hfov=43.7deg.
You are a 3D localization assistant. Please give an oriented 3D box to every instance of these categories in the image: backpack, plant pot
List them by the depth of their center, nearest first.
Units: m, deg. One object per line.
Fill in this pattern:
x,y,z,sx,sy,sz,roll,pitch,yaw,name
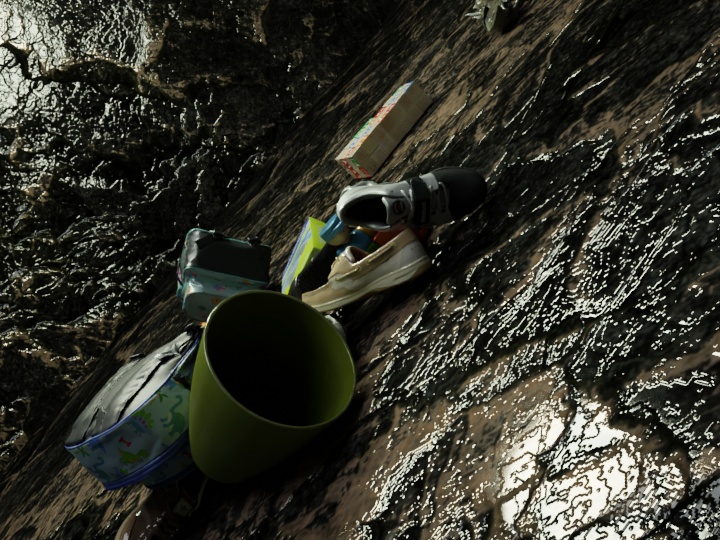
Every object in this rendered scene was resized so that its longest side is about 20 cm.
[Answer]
-0.128,0.160,1.067,0.201,0.186,0.188,-56,7,40,plant pot
-0.271,0.199,1.187,0.182,0.148,0.200,-27,16,34,backpack
-0.268,0.022,1.730,0.200,0.173,0.156,141,135,-67,backpack

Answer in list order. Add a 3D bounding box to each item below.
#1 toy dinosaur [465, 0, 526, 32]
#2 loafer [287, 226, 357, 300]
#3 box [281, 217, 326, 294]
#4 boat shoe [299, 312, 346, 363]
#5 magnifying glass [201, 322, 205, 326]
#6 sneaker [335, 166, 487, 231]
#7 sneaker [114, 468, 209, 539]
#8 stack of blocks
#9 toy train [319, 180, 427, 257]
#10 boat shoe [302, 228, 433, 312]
0.272,-0.494,1.726,0.103,0.076,0.201,-54,17,23,toy dinosaur
-0.049,0.000,1.321,0.071,0.073,0.200,-39,-1,43,loafer
-0.088,-0.009,1.499,0.200,0.047,0.123,-106,40,-71,box
-0.054,0.092,1.208,0.063,0.072,0.200,-16,4,-8,boat shoe
-0.347,0.143,1.941,0.079,0.022,0.201,-35,23,41,magnifying glass
0.064,-0.082,1.146,0.197,0.075,0.089,-10,16,11,sneaker
-0.257,0.321,1.181,0.075,0.070,0.201,-34,22,38,sneaker
0.047,-0.281,1.812,0.201,0.058,0.115,-51,16,-8,stack of blocks
0.037,-0.083,1.261,0.201,0.116,0.084,-53,17,-17,toy train
0.000,0.000,1.175,0.198,0.070,0.074,-22,2,28,boat shoe
